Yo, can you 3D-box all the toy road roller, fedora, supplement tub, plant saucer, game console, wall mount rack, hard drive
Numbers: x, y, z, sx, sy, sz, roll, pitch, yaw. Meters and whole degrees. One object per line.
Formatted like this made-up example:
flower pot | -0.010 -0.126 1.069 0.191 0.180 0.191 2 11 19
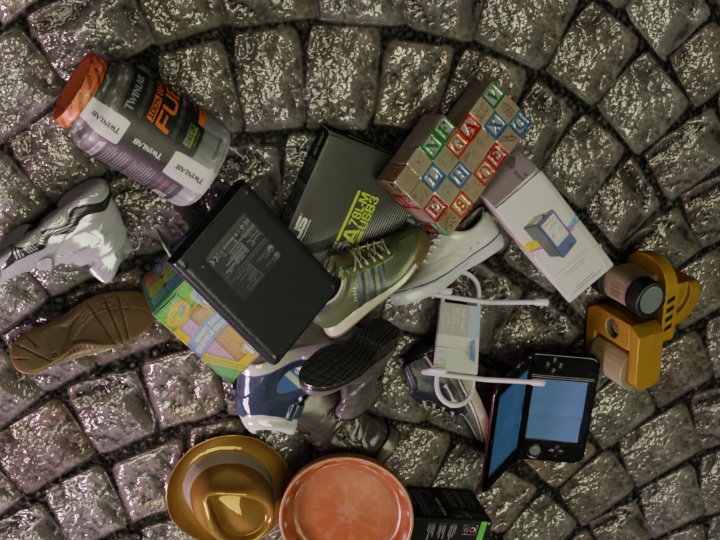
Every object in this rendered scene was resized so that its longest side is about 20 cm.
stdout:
toy road roller | 0.435 0.069 1.835 0.144 0.123 0.202 -10 115 -26
fedora | -0.186 0.339 1.765 0.198 0.082 0.203 -6 113 -15
supplement tub | -0.272 -0.177 1.499 0.199 0.123 0.123 30 101 -27
plant saucer | -0.020 0.360 1.775 0.197 0.032 0.203 0 108 1
game console | 0.274 0.234 1.833 0.170 0.119 0.202 5 119 1
wall mount rack | 0.177 0.098 1.734 0.172 0.075 0.203 7 80 -15
hard drive | -0.132 0.005 1.539 0.140 0.033 0.200 -50 118 -15

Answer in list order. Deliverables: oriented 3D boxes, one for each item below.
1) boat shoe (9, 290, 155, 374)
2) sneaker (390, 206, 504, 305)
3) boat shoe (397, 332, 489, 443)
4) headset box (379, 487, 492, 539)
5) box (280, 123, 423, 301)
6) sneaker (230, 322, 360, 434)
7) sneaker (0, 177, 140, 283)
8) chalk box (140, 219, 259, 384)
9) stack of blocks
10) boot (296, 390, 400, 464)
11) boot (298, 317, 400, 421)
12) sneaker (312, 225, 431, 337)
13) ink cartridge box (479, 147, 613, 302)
boat shoe | -0.372 0.080 1.617 0.198 0.063 0.074 -19 91 -12
sneaker | 0.114 -0.022 1.713 0.199 0.073 0.071 -34 106 -25
boat shoe | 0.127 0.189 1.816 0.092 0.075 0.202 -25 109 -1
headset box | 0.095 0.439 1.894 0.198 0.093 0.176 7 110 -21
box | -0.006 -0.077 1.669 0.191 0.048 0.202 19 105 -28
sneaker | -0.089 0.158 1.718 0.198 0.080 0.148 -19 125 -29
sneaker | -0.382 -0.020 1.555 0.199 0.075 0.115 -37 115 -4
chalk box | -0.208 0.028 1.606 0.124 0.125 0.200 -43 117 3
stack of blocks | 0.128 -0.162 1.636 0.115 0.058 0.201 42 79 -23
boot | -0.054 0.258 1.793 0.173 0.069 0.201 36 94 -22
boot | -0.017 0.161 1.674 0.199 0.069 0.133 -25 139 -44
sneaker | 0.000 0.000 1.639 0.200 0.067 0.090 -43 126 9
ink cartridge box | 0.247 -0.073 1.696 0.087 0.146 0.200 -39 119 3
